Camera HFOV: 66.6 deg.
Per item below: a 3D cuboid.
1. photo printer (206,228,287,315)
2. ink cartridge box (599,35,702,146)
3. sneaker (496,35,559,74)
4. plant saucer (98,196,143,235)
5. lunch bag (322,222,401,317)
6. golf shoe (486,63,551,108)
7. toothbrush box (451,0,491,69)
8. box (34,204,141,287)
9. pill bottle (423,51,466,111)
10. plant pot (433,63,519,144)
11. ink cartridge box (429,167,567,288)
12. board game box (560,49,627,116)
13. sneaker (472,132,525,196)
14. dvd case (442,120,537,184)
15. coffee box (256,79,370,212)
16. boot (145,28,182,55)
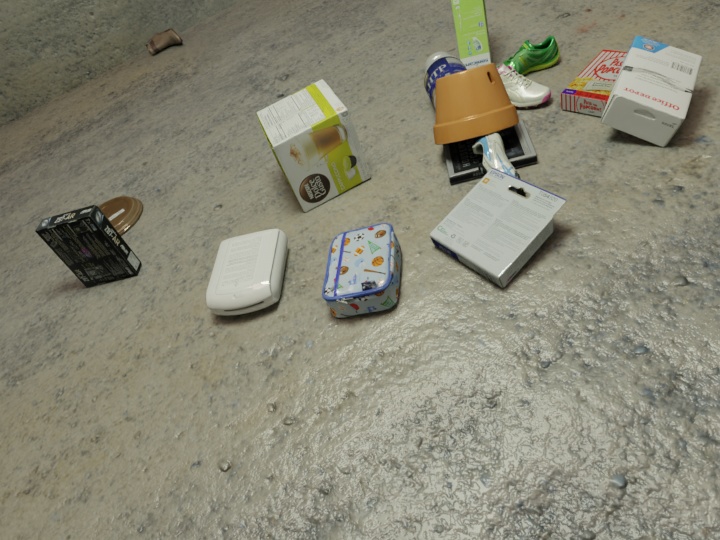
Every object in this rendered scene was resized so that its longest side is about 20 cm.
[{"bbox_3d":[-0.246,0.008,1.199,0.163,0.070,0.203,-12,45,13],"label":"photo printer"},{"bbox_3d":[0.606,-0.377,1.146,0.142,0.085,0.202,25,63,13],"label":"ink cartridge box"},{"bbox_3d":[0.427,-0.563,1.452,0.196,0.084,0.075,-23,43,3],"label":"sneaker"},{"bbox_3d":[-0.733,-0.153,1.606,0.196,0.030,0.203,-12,44,12],"label":"plant saucer"},{"bbox_3d":[0.000,0.000,1.097,0.157,0.076,0.203,-10,44,18],"label":"lunch bag"},{"bbox_3d":[0.380,-0.465,1.373,0.198,0.093,0.075,22,57,36],"label":"golf shoe"},{"bbox_3d":[0.304,-0.661,1.495,0.084,0.204,0.146,-6,28,17],"label":"toothbrush box"},{"bbox_3d":[-0.665,-0.055,1.352,0.157,0.202,0.044,-13,42,13],"label":"box"},{"bbox_3d":[0.230,-0.492,1.443,0.117,0.121,0.202,-18,42,6],"label":"pill bottle"},{"bbox_3d":[0.252,-0.383,1.255,0.196,0.143,0.200,-15,15,4],"label":"plant pot"},{"bbox_3d":[0.266,-0.089,1.068,0.200,0.043,0.196,-45,45,-7],"label":"ink cartridge box"},{"bbox_3d":[0.589,-0.438,1.284,0.150,0.047,0.200,27,63,40],"label":"board game box"},{"bbox_3d":[0.295,-0.205,1.161,0.072,0.072,0.203,-27,55,18],"label":"sneaker"},{"bbox_3d":[0.295,-0.276,1.273,0.196,0.025,0.152,-12,44,12],"label":"dvd case"},{"bbox_3d":[-0.117,-0.309,1.359,0.195,0.202,0.201,-27,43,-3],"label":"coffee box"},{"bbox_3d":[-0.924,-1.065,2.569,0.146,0.071,0.200,-41,44,-8],"label":"boot"}]
